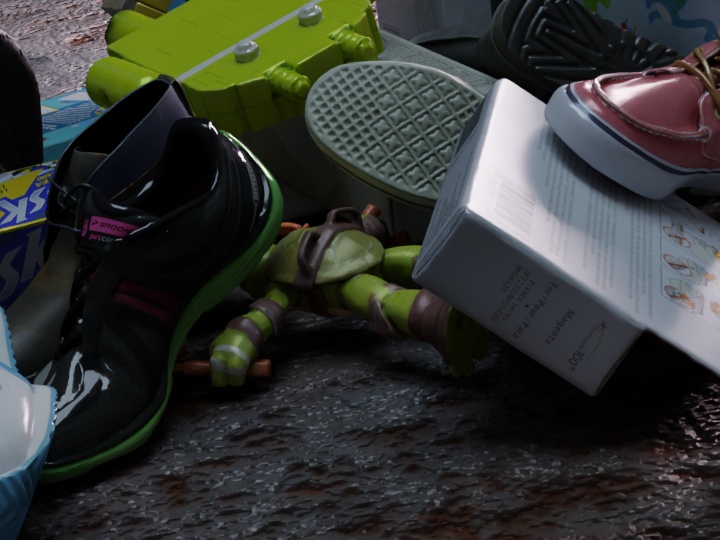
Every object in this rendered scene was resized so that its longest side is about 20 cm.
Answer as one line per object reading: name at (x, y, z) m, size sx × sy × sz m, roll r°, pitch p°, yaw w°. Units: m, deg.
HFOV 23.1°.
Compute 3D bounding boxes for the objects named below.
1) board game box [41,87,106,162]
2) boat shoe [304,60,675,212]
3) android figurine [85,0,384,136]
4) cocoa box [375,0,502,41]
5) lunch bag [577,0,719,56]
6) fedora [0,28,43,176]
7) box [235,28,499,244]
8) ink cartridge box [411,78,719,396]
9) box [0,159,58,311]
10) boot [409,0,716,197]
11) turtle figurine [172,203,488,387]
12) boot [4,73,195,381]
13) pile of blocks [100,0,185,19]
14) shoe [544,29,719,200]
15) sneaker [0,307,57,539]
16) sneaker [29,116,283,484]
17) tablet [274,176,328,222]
board game box at (-0.175, -0.086, 1.174) m, size 0.199 × 0.047 × 0.151 m, roll -23°, pitch 21°, yaw -37°
boat shoe at (0.066, -0.057, 0.933) m, size 0.199 × 0.075 × 0.062 m, roll 14°, pitch -11°, yaw -4°
android figurine at (-0.068, -0.135, 1.036) m, size 0.182 × 0.041 × 0.200 m, roll -32°, pitch 33°, yaw -21°
cocoa box at (0.088, -0.219, 1.225) m, size 0.131 × 0.201 × 0.133 m, roll -14°, pitch 20°, yaw -17°
lunch bag at (0.203, -0.170, 1.095) m, size 0.127 × 0.171 × 0.200 m, roll -21°, pitch 22°, yaw -32°
fedora at (-0.235, -0.082, 0.989) m, size 0.091 × 0.202 × 0.201 m, roll 1°, pitch 22°, yaw 15°
box at (0.001, -0.091, 1.059) m, size 0.095 × 0.078 × 0.200 m, roll -17°, pitch 29°, yaw -26°
ink cartridge box at (0.117, -0.001, 0.802) m, size 0.173 × 0.044 × 0.200 m, roll 34°, pitch 23°, yaw -5°
box at (-0.178, -0.011, 0.947) m, size 0.199 × 0.070 × 0.064 m, roll -15°, pitch 33°, yaw -18°
boot at (0.121, -0.099, 1.069) m, size 0.073 × 0.182 × 0.200 m, roll -53°, pitch 7°, yaw -15°
turtle figurine at (0.000, 0.000, 0.869) m, size 0.161 × 0.065 × 0.200 m, roll 6°, pitch 24°, yaw 33°
boot at (-0.145, -0.013, 0.874) m, size 0.200 × 0.097 × 0.075 m, roll -37°, pitch 29°, yaw -27°
pile of blocks at (-0.071, -0.166, 1.195) m, size 0.199 × 0.062 × 0.082 m, roll 24°, pitch -12°, yaw -8°
shoe at (0.171, -0.089, 0.873) m, size 0.200 × 0.091 × 0.072 m, roll 2°, pitch 42°, yaw -53°
sneaker at (-0.179, 0.057, 0.724) m, size 0.080 × 0.077 × 0.200 m, roll 19°, pitch 8°, yaw -28°
sneaker at (-0.111, 0.010, 0.805) m, size 0.076 × 0.084 × 0.200 m, roll 2°, pitch 49°, yaw 37°
tablet at (-0.109, -0.037, 1.085) m, size 0.199 × 0.014 × 0.130 m, roll -18°, pitch 22°, yaw -26°
